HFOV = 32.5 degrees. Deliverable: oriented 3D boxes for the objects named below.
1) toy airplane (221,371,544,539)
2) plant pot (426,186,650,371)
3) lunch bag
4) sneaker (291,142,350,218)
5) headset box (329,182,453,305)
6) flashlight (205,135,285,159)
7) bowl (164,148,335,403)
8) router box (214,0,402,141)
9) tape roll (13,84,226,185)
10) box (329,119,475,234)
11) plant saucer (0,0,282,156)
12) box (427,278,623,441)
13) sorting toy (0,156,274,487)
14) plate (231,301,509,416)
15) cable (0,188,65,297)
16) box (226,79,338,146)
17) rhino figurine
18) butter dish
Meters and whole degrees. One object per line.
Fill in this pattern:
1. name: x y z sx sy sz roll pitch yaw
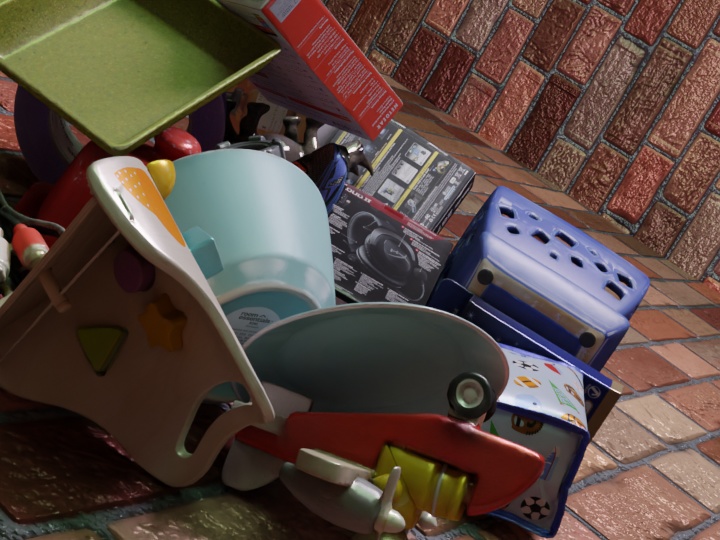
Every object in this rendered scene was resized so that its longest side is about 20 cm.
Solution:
1. toy airplane: -0.001 0.145 0.845 0.199 0.142 0.199 7 -13 -36
2. plant pot: 0.163 0.057 1.276 0.199 0.201 0.180 32 22 3
3. lunch bag: 0.092 0.122 1.079 0.199 0.125 0.170 17 14 6
4. sneaker: -0.096 -0.065 1.172 0.078 0.199 0.076 45 24 -38
5. headset box: 0.000 0.000 1.257 0.148 0.077 0.200 30 34 0
6. flashlight: -0.081 -0.008 1.033 0.068 0.201 0.068 10 26 44
7. bowl: -0.098 0.022 0.915 0.200 0.201 0.105 16 30 -40
8. router box: -0.077 -0.216 1.168 0.200 0.049 0.180 29 -14 50
9. tape roll: -0.230 -0.156 1.203 0.199 0.201 0.085 26 16 -14
10. box: 0.010 -0.070 1.391 0.161 0.200 0.049 33 -15 10
11. plant saucer: -0.205 -0.182 1.054 0.199 0.048 0.200 36 51 19
12. box: 0.134 0.109 1.181 0.199 0.122 0.032 32 20 9
13. sorting toy: -0.136 0.045 0.793 0.180 0.200 0.107 54 40 5
14. plate: 0.007 0.070 0.885 0.199 0.200 0.026 21 49 -29
15. cable: -0.279 -0.041 0.955 0.200 0.097 0.050 58 -10 44
16. box: -0.103 -0.156 1.528 0.106 0.153 0.200 13 22 -47
17. rhino figurine: -0.068 -0.121 1.316 0.199 0.088 0.060 10 -1 -35
18. butter dish: -0.185 -0.055 1.068 0.199 0.148 0.200 26 15 -12
